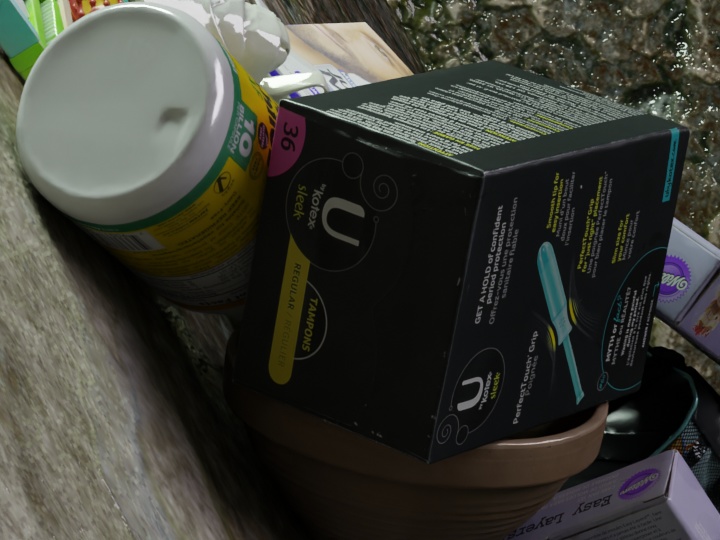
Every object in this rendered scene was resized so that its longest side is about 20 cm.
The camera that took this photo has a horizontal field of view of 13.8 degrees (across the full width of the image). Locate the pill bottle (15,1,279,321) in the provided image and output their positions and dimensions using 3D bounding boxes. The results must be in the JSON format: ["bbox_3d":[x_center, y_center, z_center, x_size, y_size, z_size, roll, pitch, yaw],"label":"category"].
[{"bbox_3d":[-0.081,-0.045,1.485,0.113,0.113,0.200,64,9,29],"label":"pill bottle"}]

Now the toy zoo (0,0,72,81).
[{"bbox_3d":[-0.207,-0.181,1.535,0.200,0.020,0.131,55,9,-30],"label":"toy zoo"}]

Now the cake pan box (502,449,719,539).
[{"bbox_3d":[0.132,0.203,1.591,0.184,0.200,0.052,53,29,-23],"label":"cake pan box"}]

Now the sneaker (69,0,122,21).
[{"bbox_3d":[-0.148,-0.190,1.769,0.077,0.073,0.200,65,2,-56],"label":"sneaker"}]

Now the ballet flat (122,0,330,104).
[{"bbox_3d":[-0.055,-0.101,1.576,0.200,0.069,0.070,54,9,-44],"label":"ballet flat"}]

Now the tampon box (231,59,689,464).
[{"bbox_3d":[0.052,-0.010,1.483,0.126,0.150,0.200,21,20,31],"label":"tampon box"}]

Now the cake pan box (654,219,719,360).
[{"bbox_3d":[0.153,-0.013,1.668,0.184,0.052,0.200,39,3,27],"label":"cake pan box"}]

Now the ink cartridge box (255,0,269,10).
[{"bbox_3d":[-0.049,-0.080,1.971,0.116,0.068,0.200,52,12,-40],"label":"ink cartridge box"}]

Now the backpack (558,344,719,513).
[{"bbox_3d":[0.125,0.145,1.736,0.153,0.200,0.176,55,-8,-30],"label":"backpack"}]

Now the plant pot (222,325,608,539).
[{"bbox_3d":[0.023,0.093,1.548,0.201,0.200,0.093,-97,-164,-71],"label":"plant pot"}]

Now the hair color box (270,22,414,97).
[{"bbox_3d":[-0.018,-0.095,1.831,0.109,0.065,0.200,48,18,11],"label":"hair color box"}]
